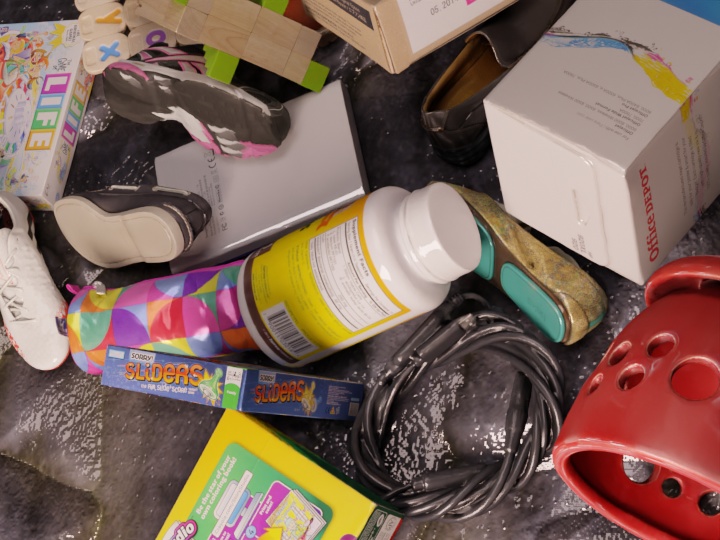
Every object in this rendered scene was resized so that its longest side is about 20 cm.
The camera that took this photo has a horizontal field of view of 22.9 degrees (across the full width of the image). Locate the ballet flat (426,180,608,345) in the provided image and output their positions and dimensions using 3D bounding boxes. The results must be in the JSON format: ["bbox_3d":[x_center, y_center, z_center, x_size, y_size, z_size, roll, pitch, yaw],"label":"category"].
[{"bbox_3d":[0.132,-0.014,1.498,0.071,0.071,0.200,-44,57,-1],"label":"ballet flat"}]

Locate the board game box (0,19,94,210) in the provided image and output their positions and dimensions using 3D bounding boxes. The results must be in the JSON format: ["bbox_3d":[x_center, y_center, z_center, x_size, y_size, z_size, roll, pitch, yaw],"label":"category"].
[{"bbox_3d":[-0.345,-0.158,1.808,0.133,0.034,0.202,0,66,25],"label":"board game box"}]

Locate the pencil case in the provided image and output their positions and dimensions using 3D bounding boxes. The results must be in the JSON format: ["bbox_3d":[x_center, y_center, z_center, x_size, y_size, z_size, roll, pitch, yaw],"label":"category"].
[{"bbox_3d":[-0.171,0.042,1.595,0.198,0.088,0.089,-7,62,19],"label":"pencil case"}]

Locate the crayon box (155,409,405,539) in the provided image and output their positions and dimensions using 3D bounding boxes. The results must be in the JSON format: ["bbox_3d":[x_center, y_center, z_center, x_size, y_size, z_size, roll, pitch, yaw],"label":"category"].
[{"bbox_3d":[-0.084,0.241,1.454,0.172,0.058,0.201,29,90,35],"label":"crayon box"}]

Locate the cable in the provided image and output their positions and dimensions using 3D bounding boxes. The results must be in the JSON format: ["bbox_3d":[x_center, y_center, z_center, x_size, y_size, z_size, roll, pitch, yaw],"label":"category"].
[{"bbox_3d":[0.076,0.127,1.465,0.200,0.051,0.163,-47,63,2],"label":"cable"}]

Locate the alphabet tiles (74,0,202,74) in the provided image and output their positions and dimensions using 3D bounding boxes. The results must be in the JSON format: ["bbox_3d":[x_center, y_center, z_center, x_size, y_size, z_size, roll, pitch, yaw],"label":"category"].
[{"bbox_3d":[-0.190,-0.267,1.787,0.194,0.015,0.202,-16,59,5],"label":"alphabet tiles"}]

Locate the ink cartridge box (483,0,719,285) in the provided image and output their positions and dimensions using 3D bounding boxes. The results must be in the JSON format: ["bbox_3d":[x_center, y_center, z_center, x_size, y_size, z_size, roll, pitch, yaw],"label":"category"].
[{"bbox_3d":[0.220,-0.126,1.433,0.144,0.148,0.200,30,66,32],"label":"ink cartridge box"}]

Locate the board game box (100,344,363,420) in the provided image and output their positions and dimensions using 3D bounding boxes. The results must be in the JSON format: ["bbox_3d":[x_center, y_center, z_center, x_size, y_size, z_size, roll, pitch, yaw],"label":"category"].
[{"bbox_3d":[-0.101,0.094,1.467,0.134,0.200,0.035,8,87,27],"label":"board game box"}]

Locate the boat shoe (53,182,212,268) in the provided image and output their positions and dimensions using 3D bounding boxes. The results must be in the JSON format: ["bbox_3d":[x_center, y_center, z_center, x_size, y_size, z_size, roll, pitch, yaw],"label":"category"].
[{"bbox_3d":[-0.213,-0.047,1.667,0.199,0.073,0.063,5,34,48],"label":"boat shoe"}]

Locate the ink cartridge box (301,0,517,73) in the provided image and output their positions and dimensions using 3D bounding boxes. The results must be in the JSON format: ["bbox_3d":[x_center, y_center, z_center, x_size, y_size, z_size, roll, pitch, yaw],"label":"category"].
[{"bbox_3d":[0.059,-0.278,1.599,0.199,0.076,0.165,-32,38,-16],"label":"ink cartridge box"}]

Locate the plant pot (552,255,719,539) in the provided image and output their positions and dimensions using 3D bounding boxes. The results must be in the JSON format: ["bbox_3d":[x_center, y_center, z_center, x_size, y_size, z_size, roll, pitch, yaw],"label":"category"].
[{"bbox_3d":[0.261,0.099,1.296,0.199,0.201,0.184,15,69,30],"label":"plant pot"}]

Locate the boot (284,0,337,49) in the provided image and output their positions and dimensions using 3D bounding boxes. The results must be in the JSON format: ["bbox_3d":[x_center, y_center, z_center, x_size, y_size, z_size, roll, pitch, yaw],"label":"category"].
[{"bbox_3d":[-0.079,-0.318,1.718,0.075,0.107,0.201,-29,55,4],"label":"boot"}]

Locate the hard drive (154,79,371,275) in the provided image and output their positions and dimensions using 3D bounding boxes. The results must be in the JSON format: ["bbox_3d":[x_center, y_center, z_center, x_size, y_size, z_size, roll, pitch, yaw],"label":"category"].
[{"bbox_3d":[-0.093,-0.084,1.657,0.198,0.025,0.133,-21,58,15],"label":"hard drive"}]

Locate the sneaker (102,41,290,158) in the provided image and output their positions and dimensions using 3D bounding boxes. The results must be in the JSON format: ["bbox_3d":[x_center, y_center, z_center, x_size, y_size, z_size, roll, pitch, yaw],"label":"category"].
[{"bbox_3d":[-0.145,-0.176,1.672,0.199,0.081,0.086,23,50,25],"label":"sneaker"}]

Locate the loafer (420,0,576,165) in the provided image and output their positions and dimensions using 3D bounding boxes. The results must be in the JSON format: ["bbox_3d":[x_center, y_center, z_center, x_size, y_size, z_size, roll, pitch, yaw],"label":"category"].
[{"bbox_3d":[0.124,-0.190,1.580,0.072,0.072,0.201,25,77,34],"label":"loafer"}]

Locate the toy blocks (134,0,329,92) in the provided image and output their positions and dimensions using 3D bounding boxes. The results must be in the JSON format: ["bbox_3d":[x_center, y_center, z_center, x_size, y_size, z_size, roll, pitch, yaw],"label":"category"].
[{"bbox_3d":[-0.136,-0.235,1.636,0.136,0.199,0.101,31,99,48],"label":"toy blocks"}]

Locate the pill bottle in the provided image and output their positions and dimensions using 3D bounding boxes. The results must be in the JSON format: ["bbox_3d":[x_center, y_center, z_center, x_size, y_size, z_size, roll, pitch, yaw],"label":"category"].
[{"bbox_3d":[0.000,0.000,1.495,0.199,0.109,0.110,-25,56,30],"label":"pill bottle"}]

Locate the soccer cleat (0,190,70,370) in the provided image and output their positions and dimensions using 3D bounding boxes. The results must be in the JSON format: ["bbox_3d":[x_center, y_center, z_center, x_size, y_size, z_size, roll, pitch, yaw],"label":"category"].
[{"bbox_3d":[-0.326,0.005,1.684,0.068,0.085,0.201,-28,60,10],"label":"soccer cleat"}]
